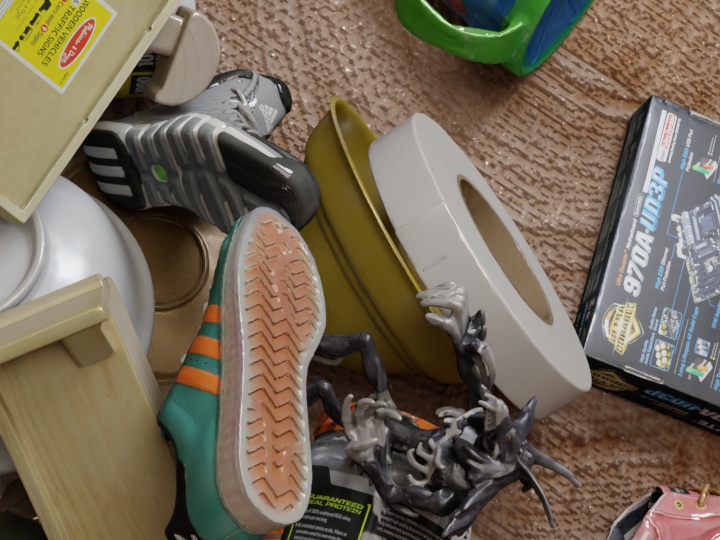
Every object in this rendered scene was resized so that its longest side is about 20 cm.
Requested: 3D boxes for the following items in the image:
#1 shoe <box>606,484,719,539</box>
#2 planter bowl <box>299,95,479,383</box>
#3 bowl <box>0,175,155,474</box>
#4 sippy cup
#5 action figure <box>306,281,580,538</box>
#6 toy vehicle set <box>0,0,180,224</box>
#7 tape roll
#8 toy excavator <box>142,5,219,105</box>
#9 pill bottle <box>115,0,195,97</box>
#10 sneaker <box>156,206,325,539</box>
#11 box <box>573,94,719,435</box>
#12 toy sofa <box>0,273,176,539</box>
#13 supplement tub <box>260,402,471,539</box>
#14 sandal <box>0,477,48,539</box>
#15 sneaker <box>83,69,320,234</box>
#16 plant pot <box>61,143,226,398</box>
[{"bbox_3d":[0.229,0.159,1.268,0.200,0.071,0.091,-43,91,-19],"label":"shoe"},{"bbox_3d":[0.000,0.000,1.228,0.083,0.200,0.201,-29,79,9],"label":"planter bowl"},{"bbox_3d":[-0.221,0.009,1.159,0.199,0.091,0.203,-1,61,1],"label":"bowl"},{"bbox_3d":[0.094,-0.221,1.343,0.130,0.140,0.178,36,21,11],"label":"sippy cup"},{"bbox_3d":[0.023,0.073,1.101,0.199,0.103,0.119,18,50,21],"label":"action figure"},{"bbox_3d":[-0.180,-0.142,1.103,0.124,0.026,0.201,40,75,-26],"label":"toy vehicle set"},{"bbox_3d":[0.073,-0.004,1.223,0.037,0.203,0.204,-32,80,12],"label":"tape roll"},{"bbox_3d":[-0.205,-0.125,1.147,0.200,0.100,0.195,-44,113,-4],"label":"toy excavator"},{"bbox_3d":[-0.207,-0.161,1.240,0.198,0.113,0.113,-4,72,-13],"label":"pill bottle"},{"bbox_3d":[-0.070,0.056,1.056,0.071,0.080,0.201,38,40,-35],"label":"sneaker"},{"bbox_3d":[0.235,0.002,1.340,0.158,0.046,0.201,20,67,-7],"label":"box"},{"bbox_3d":[-0.140,0.108,1.099,0.082,0.098,0.201,-22,104,-1],"label":"toy sofa"},{"bbox_3d":[-0.008,0.187,1.166,0.122,0.123,0.201,22,67,-6],"label":"supplement tub"},{"bbox_3d":[-0.167,0.136,1.161,0.200,0.080,0.058,-10,118,-25],"label":"sandal"},{"bbox_3d":[-0.069,-0.081,1.195,0.115,0.199,0.075,-35,123,-32],"label":"sneaker"},{"bbox_3d":[-0.128,-0.003,1.254,0.198,0.027,0.202,5,69,-14],"label":"plant pot"}]
